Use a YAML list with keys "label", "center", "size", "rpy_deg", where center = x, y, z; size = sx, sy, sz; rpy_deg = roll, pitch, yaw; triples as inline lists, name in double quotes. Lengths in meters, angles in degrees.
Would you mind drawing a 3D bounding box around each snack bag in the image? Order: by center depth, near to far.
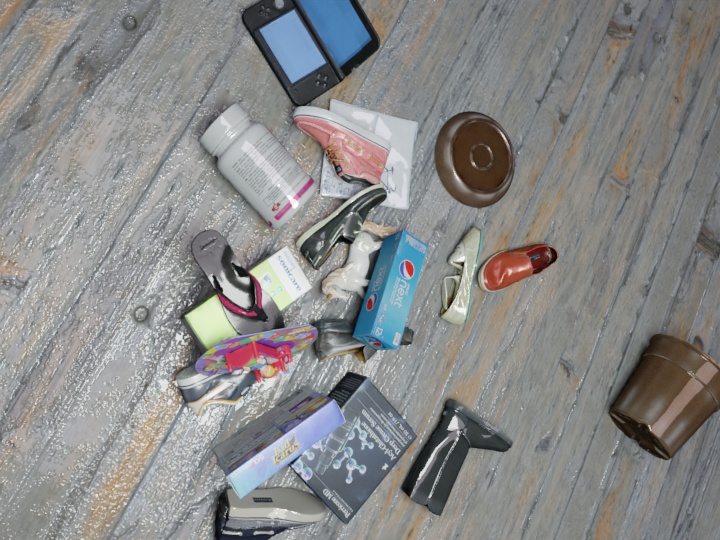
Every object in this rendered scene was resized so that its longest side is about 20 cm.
- label: "snack bag"
  center: [0.020, -0.220, 1.192]
  size: [0.195, 0.021, 0.195]
  rpy_deg: [10, 82, -20]

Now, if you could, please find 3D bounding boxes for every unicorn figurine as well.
- label: "unicorn figurine"
  center: [0.000, 0.000, 1.150]
  size: [0.134, 0.074, 0.205]
  rpy_deg: [19, 64, -18]

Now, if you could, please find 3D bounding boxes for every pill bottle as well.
- label: "pill bottle"
  center: [-0.178, -0.181, 1.065]
  size: [0.200, 0.113, 0.114]
  rpy_deg: [47, 73, -12]

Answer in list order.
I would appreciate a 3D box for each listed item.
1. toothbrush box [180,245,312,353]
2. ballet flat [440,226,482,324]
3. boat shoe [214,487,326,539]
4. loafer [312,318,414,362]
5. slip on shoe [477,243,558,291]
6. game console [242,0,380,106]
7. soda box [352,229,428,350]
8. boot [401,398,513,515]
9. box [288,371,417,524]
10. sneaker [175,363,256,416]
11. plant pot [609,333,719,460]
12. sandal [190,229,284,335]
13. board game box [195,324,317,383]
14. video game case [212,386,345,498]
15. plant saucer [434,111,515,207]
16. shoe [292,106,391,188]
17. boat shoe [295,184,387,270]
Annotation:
- label: "toothbrush box"
  center: [-0.195, 0.054, 1.024]
  size: [0.198, 0.145, 0.087]
  rpy_deg: [-35, 97, -18]
- label: "ballet flat"
  center: [0.200, 0.005, 1.223]
  size: [0.061, 0.067, 0.206]
  rpy_deg: [12, 82, -9]
- label: "boat shoe"
  center: [-0.161, 0.438, 1.059]
  size: [0.195, 0.075, 0.095]
  rpy_deg: [14, 102, -23]
- label: "loafer"
  center: [0.006, 0.135, 1.129]
  size: [0.194, 0.073, 0.074]
  rpy_deg: [1, 67, -11]
- label: "slip on shoe"
  center: [0.330, -0.010, 1.275]
  size: [0.195, 0.061, 0.076]
  rpy_deg: [-19, 94, -20]
- label: "game console"
  center: [-0.092, -0.438, 1.114]
  size: [0.169, 0.118, 0.203]
  rpy_deg: [-36, 98, -19]
- label: "soda box"
  center: [0.055, 0.035, 1.092]
  size: [0.063, 0.067, 0.204]
  rpy_deg: [28, 68, -24]
- label: "boot"
  center: [0.191, 0.382, 1.189]
  size: [0.163, 0.066, 0.203]
  rpy_deg: [32, 73, -7]
- label: "box"
  center: [-0.023, 0.310, 1.092]
  size: [0.149, 0.107, 0.200]
  rpy_deg: [47, 73, -12]
- label: "sneaker"
  center: [-0.212, 0.175, 1.046]
  size: [0.196, 0.078, 0.081]
  rpy_deg: [-24, 106, -26]
- label: "plant pot"
  center: [0.660, 0.281, 1.318]
  size: [0.201, 0.200, 0.199]
  rpy_deg: [46, 80, -12]
- label: "sandal"
  center: [-0.188, 0.028, 0.927]
  size: [0.075, 0.045, 0.202]
  rpy_deg: [-38, 98, -19]
- label: "board game box"
  center: [-0.153, 0.141, 0.944]
  size: [0.195, 0.158, 0.040]
  rpy_deg: [-8, 65, -30]
- label: "video game case"
  center: [-0.139, 0.275, 1.010]
  size: [0.197, 0.181, 0.046]
  rpy_deg: [-32, 97, -19]
- label: "plant saucer"
  center: [0.247, -0.236, 1.276]
  size: [0.195, 0.032, 0.207]
  rpy_deg: [2, 85, -20]
- label: "shoe"
  center: [-0.040, -0.223, 1.122]
  size: [0.196, 0.071, 0.093]
  rpy_deg: [20, 77, -19]
- label: "boat shoe"
  center: [-0.024, -0.081, 1.125]
  size: [0.199, 0.072, 0.068]
  rpy_deg: [-39, 76, -7]
